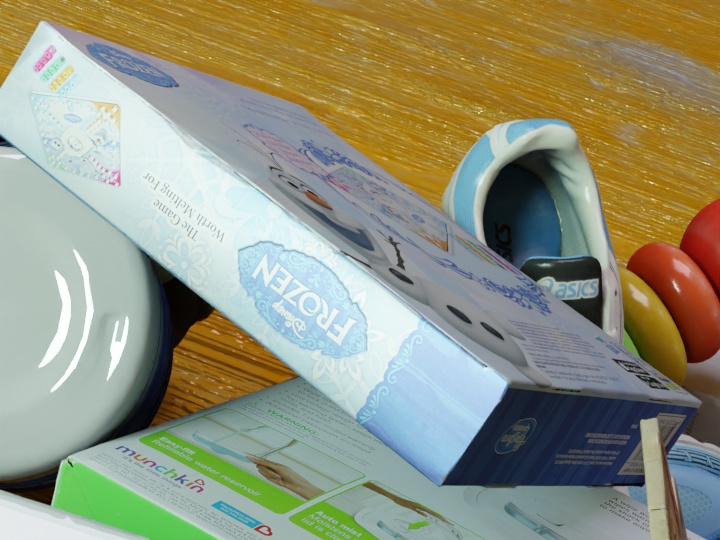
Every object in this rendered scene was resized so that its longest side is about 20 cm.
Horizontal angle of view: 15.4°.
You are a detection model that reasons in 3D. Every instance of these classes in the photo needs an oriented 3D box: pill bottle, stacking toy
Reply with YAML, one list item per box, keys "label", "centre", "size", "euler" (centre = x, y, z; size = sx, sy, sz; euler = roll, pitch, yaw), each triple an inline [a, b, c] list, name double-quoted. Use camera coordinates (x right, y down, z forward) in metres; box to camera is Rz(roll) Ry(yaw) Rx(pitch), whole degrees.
- label: "pill bottle"
  centre: [-0.124, 0.024, 0.965]
  size: [0.111, 0.113, 0.200]
  euler: [16, -7, 1]
- label: "stacking toy"
  centre: [0.097, 0.033, 1.088]
  size: [0.199, 0.086, 0.085]
  euler: [-31, 38, -16]

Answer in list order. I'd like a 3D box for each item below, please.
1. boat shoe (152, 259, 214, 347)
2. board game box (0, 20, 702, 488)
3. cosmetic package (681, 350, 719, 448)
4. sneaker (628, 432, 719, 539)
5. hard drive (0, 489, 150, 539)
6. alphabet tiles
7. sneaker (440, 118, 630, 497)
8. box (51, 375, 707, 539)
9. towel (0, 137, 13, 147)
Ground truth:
- label: "boat shoe"
  centre: [-0.083, -0.024, 1.075]
  size: [0.072, 0.202, 0.061]
  euler: [40, 59, 10]
- label: "board game box"
  centre: [0.000, 0.000, 0.898]
  size: [0.199, 0.044, 0.200]
  euler: [38, 11, 22]
- label: "cosmetic package"
  centre: [0.165, 0.079, 1.171]
  size: [0.199, 0.082, 0.113]
  euler: [22, 20, 12]
- label: "sneaker"
  centre: [0.153, 0.123, 1.044]
  size: [0.199, 0.079, 0.090]
  euler: [10, 26, -12]
- label: "hard drive"
  centre: [-0.173, 0.086, 0.775]
  size: [0.199, 0.132, 0.027]
  euler: [20, 51, -10]
- label: "alphabet tiles"
  centre: [0.103, 0.152, 0.764]
  size: [0.007, 0.201, 0.167]
  euler: [-11, 17, 8]
- label: "sneaker"
  centre: [0.069, 0.039, 1.003]
  size: [0.071, 0.201, 0.073]
  euler: [-4, -17, -14]
- label: "box"
  centre: [0.017, 0.122, 0.901]
  size: [0.199, 0.097, 0.176]
  euler: [25, 20, 25]
- label: "towel"
  centre: [-0.175, -0.007, 1.080]
  size: [0.048, 0.112, 0.200]
  euler: [38, 26, 19]
